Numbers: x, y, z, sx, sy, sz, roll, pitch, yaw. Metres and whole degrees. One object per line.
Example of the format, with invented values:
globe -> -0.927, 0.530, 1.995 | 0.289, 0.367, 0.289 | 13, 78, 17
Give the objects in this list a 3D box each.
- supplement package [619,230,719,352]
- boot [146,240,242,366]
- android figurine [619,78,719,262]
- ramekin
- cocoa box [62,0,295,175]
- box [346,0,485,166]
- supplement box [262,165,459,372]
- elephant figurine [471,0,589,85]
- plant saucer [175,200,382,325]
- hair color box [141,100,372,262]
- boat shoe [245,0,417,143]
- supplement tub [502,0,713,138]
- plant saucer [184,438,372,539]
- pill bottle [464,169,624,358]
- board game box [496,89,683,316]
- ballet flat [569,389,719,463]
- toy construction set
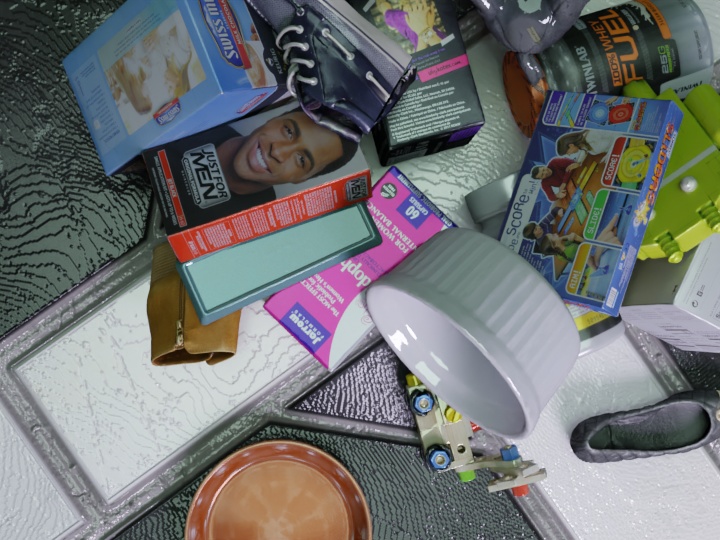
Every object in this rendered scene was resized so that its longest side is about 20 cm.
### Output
supplement package -> 0.358, -0.008, 0.960 | 0.110, 0.200, 0.156 | 27, 85, -3
boot -> -0.130, 0.017, 0.956 | 0.200, 0.071, 0.145 | -20, 61, 17
android figurine -> 0.279, -0.094, 0.897 | 0.182, 0.041, 0.201 | -36, 47, 22
ramekin -> 0.109, 0.054, 0.875 | 0.200, 0.200, 0.098 | 45, 72, -1
cocoa box -> -0.173, -0.195, 0.920 | 0.199, 0.131, 0.134 | -24, 87, 40
box -> 0.049, -0.226, 0.989 | 0.105, 0.122, 0.201 | -15, 87, -4
supplement box -> 0.000, 0.000, 0.986 | 0.101, 0.103, 0.200 | 43, 87, -1
elephant figurine -> 0.175, -0.325, 0.919 | 0.141, 0.155, 0.201 | 29, 50, -20
plant saucer -> -0.080, -0.018, 0.921 | 0.199, 0.019, 0.070 | -25, 87, -7
hair color box -> -0.098, -0.092, 0.901 | 0.199, 0.061, 0.102 | -20, 66, -6
boat shoe -> -0.047, -0.202, 0.848 | 0.199, 0.075, 0.093 | 33, 69, -10
supplement tub -> 0.262, -0.217, 1.004 | 0.199, 0.123, 0.123 | -18, 88, -5
plant saucer -> -0.087, 0.282, 1.001 | 0.199, 0.032, 0.202 | 0, 86, -4
pill bottle -> 0.192, -0.006, 0.992 | 0.114, 0.114, 0.201 | -23, 89, -5
board game box -> 0.209, -0.069, 0.885 | 0.135, 0.034, 0.201 | 16, 84, 42
ballet flat -> 0.328, 0.177, 1.021 | 0.199, 0.057, 0.067 | -13, 89, -4
toy construction set -> 0.120, 0.148, 0.998 | 0.130, 0.092, 0.201 | -16, 78, -5
